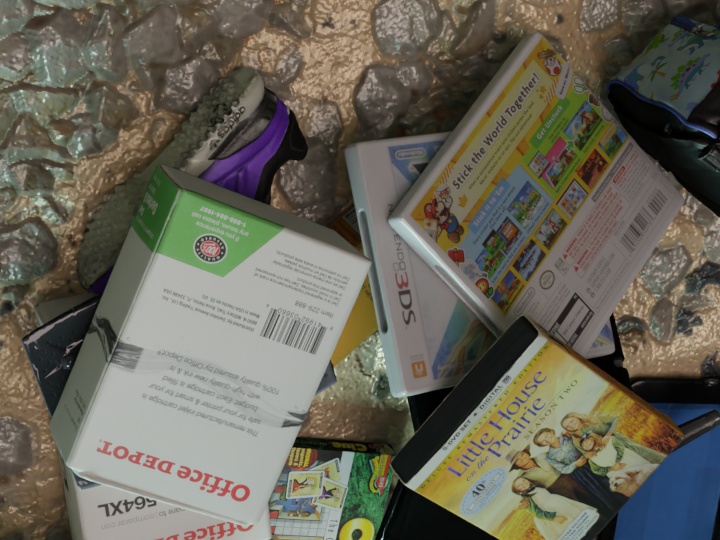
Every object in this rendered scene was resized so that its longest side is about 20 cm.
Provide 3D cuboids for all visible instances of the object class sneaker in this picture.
[{"bbox_3d":[-0.114,-0.043,1.387,0.200,0.070,0.099,-46,120,2],"label":"sneaker"}]

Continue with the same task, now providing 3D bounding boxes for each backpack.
[{"bbox_3d":[0.296,-0.114,1.436,0.147,0.200,0.183,-46,116,-1],"label":"backpack"}]

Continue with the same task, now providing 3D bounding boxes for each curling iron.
[{"bbox_3d":[0.209,0.167,1.578,0.199,0.050,0.026,-25,84,4],"label":"curling iron"}]

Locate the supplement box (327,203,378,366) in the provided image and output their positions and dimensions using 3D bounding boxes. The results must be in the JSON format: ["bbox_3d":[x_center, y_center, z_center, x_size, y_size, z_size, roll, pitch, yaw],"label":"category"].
[{"bbox_3d":[0.000,0.000,1.447,0.200,0.069,0.067,-40,118,-1],"label":"supplement box"}]

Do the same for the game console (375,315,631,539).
[{"bbox_3d":[0.102,0.116,1.468,0.199,0.116,0.177,-1,69,-31],"label":"game console"}]

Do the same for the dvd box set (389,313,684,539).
[{"bbox_3d":[0.132,0.130,1.385,0.146,0.029,0.200,-49,133,7],"label":"dvd box set"}]

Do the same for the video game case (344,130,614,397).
[{"bbox_3d":[0.091,-0.013,1.401,0.199,0.022,0.183,-9,86,-34],"label":"video game case"}]

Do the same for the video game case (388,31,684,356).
[{"bbox_3d":[0.134,-0.045,1.409,0.182,0.023,0.200,46,62,-17],"label":"video game case"}]

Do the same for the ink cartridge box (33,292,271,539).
[{"bbox_3d":[-0.152,0.115,1.422,0.145,0.084,0.201,-13,111,-16],"label":"ink cartridge box"}]

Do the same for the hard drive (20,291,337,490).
[{"bbox_3d":[-0.127,0.059,1.342,0.199,0.042,0.135,-22,112,-12],"label":"hard drive"}]

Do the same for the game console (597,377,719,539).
[{"bbox_3d":[0.309,0.200,1.607,0.116,0.175,0.201,-14,117,-46],"label":"game console"}]

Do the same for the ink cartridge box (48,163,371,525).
[{"bbox_3d":[-0.104,0.051,1.277,0.145,0.084,0.201,21,98,-24],"label":"ink cartridge box"}]

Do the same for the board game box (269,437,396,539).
[{"bbox_3d":[-0.041,0.232,1.541,0.104,0.023,0.201,4,108,-23],"label":"board game box"}]
